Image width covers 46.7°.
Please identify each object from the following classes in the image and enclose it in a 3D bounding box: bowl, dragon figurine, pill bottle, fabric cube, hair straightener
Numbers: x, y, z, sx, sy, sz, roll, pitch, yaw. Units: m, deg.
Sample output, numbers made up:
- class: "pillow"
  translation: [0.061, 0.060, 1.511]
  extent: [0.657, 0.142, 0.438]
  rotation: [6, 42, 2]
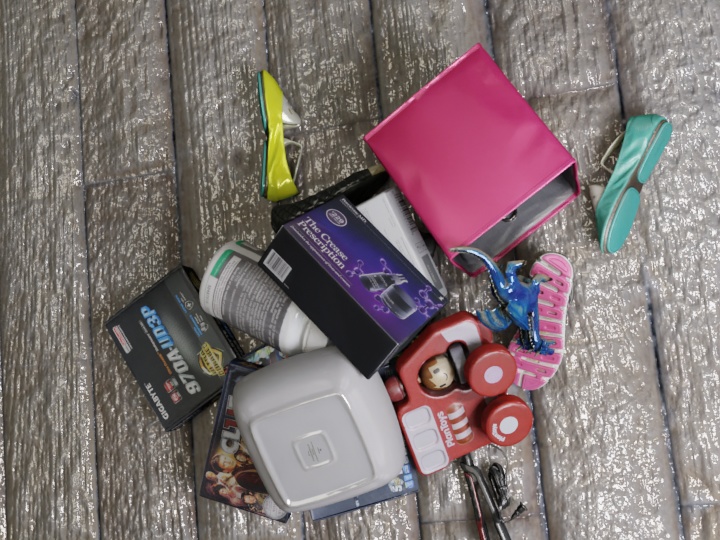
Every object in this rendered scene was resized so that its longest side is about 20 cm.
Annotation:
- class: "bowl"
  translation: [-0.055, 0.208, 1.048]
  extent: [0.198, 0.075, 0.202]
  rotation: [-19, 103, 9]
- class: "dragon figurine"
  translation: [0.183, 0.042, 1.030]
  extent: [0.058, 0.199, 0.101]
  rotation: [-2, 68, 46]
- class: "pill bottle"
  translation: [-0.108, 0.046, 1.125]
  extent: [0.198, 0.113, 0.114]
  rotation: [25, 90, 20]
- class: "fabric cube"
  translation: [0.154, -0.136, 1.117]
  extent: [0.196, 0.200, 0.200]
  rotation: [-39, 74, 8]
- class: "hair straightener"
  translation: [0.190, 0.320, 1.142]
  extent: [0.076, 0.041, 0.202]
  rotation: [-17, 75, 12]

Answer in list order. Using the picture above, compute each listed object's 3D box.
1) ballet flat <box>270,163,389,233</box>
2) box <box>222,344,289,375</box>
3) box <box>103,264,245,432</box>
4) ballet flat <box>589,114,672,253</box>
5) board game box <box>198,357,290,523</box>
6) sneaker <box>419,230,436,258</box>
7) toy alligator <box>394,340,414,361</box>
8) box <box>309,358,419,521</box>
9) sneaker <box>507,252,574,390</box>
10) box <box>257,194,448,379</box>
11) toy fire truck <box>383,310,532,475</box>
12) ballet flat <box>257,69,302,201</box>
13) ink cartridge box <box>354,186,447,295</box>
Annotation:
- class: "ballet flat"
  translation: [-0.048, -0.111, 1.236]
  extent: [0.198, 0.066, 0.057]
  rotation: [-26, 66, 9]
- class: "box"
  translation: [-0.092, 0.196, 1.201]
  extent: [0.136, 0.040, 0.202]
  rotation: [-28, 92, 11]
- class: "box"
  translation: [-0.278, 0.118, 1.279]
  extent: [0.158, 0.046, 0.201]
  rotation: [-35, 77, 7]
- class: "ballet flat"
  translation: [0.355, -0.121, 1.139]
  extent: [0.070, 0.067, 0.202]
  rotation: [24, 90, 40]
- class: "board game box"
  translation: [-0.141, 0.239, 1.175]
  extent: [0.134, 0.035, 0.202]
  rotation: [15, 99, 7]
- class: "sneaker"
  translation: [0.022, -0.043, 1.207]
  extent: [0.198, 0.090, 0.067]
  rotation: [15, 122, 23]
- class: "toy alligator"
  translation: [0.059, 0.149, 1.180]
  extent: [0.054, 0.059, 0.203]
  rotation: [9, 87, 16]
- class: "box"
  translation: [-0.013, 0.224, 1.132]
  extent: [0.156, 0.051, 0.202]
  rotation: [-12, 105, -8]
- class: "sneaker"
  translation: [0.251, 0.064, 1.135]
  extent: [0.073, 0.087, 0.202]
  rotation: [13, 110, 17]
- class: "box"
  translation: [-0.007, 0.015, 1.045]
  extent: [0.200, 0.141, 0.079]
  rotation: [45, 125, 9]
- class: "toy fire truck"
  translation: [0.119, 0.161, 1.090]
  extent: [0.166, 0.112, 0.202]
  rotation: [-24, 115, -4]
- class: "ballet flat"
  translation: [-0.122, -0.206, 1.275]
  extent: [0.066, 0.067, 0.203]
  rotation: [-2, 86, -7]
- class: "ink cartridge box"
  translation: [0.000, 0.000, 1.148]
  extent: [0.199, 0.057, 0.164]
  rotation: [-25, 92, 35]
